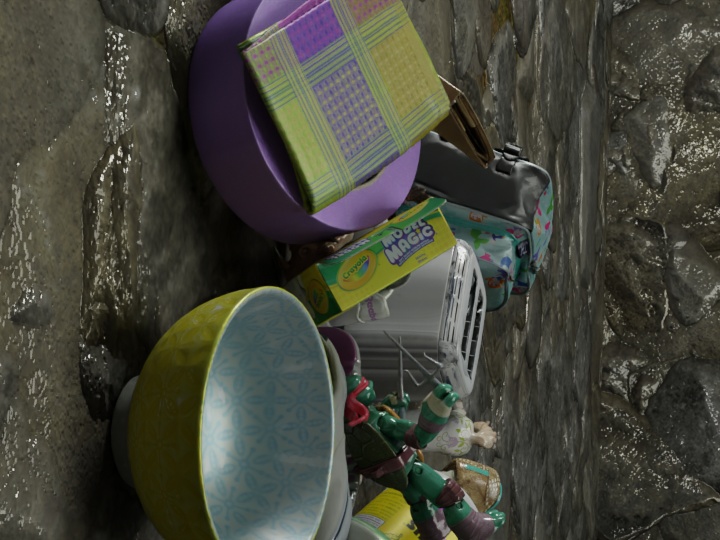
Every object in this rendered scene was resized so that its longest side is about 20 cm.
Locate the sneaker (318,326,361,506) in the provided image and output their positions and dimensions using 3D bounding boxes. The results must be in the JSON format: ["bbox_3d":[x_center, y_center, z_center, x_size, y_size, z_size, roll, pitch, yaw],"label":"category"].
[{"bbox_3d":[-0.031,0.157,1.443,0.089,0.080,0.202,70,25,-67],"label":"sneaker"}]

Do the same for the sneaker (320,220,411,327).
[{"bbox_3d":[0.009,-0.019,1.520,0.201,0.099,0.075,-75,156,-43],"label":"sneaker"}]

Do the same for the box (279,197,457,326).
[{"bbox_3d":[0.000,0.000,1.307,0.049,0.117,0.200,59,-20,3],"label":"box"}]

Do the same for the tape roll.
[{"bbox_3d":[-0.040,-0.125,1.270,0.199,0.065,0.202,13,72,-45],"label":"tape roll"}]

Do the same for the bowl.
[{"bbox_3d":[-0.105,0.112,1.114,0.200,0.107,0.203,-2,90,-66],"label":"bowl"}]

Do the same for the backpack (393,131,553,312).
[{"bbox_3d":[0.118,-0.045,1.757,0.200,0.176,0.152,64,45,-69],"label":"backpack"}]

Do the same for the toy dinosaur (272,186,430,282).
[{"bbox_3d":[-0.028,-0.092,1.447,0.086,0.134,0.202,-45,-125,55],"label":"toy dinosaur"}]

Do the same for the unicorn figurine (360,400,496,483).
[{"bbox_3d":[0.042,0.165,1.618,0.137,0.198,0.075,-126,-155,-72],"label":"unicorn figurine"}]

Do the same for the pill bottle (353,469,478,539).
[{"bbox_3d":[0.015,0.271,1.456,0.200,0.104,0.105,-36,130,-35],"label":"pill bottle"}]

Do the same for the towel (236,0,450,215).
[{"bbox_3d":[-0.008,-0.145,1.246,0.200,0.023,0.145,-42,113,-44],"label":"towel"}]

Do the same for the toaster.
[{"bbox_3d":[0.049,0.052,1.606,0.114,0.128,0.201,68,28,-50],"label":"toaster"}]

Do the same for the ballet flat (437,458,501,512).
[{"bbox_3d":[0.048,0.239,1.589,0.065,0.200,0.071,37,28,-29],"label":"ballet flat"}]

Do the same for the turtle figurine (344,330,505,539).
[{"bbox_3d":[0.037,0.142,1.374,0.201,0.100,0.150,59,-11,-13],"label":"turtle figurine"}]

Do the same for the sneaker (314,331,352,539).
[{"bbox_3d":[-0.046,0.137,1.259,0.071,0.072,0.201,72,13,-51],"label":"sneaker"}]

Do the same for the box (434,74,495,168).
[{"bbox_3d":[0.028,-0.177,1.450,0.021,0.200,0.163,-51,159,-2],"label":"box"}]

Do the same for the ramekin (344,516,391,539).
[{"bbox_3d":[-0.031,0.285,1.249,0.098,0.198,0.201,61,33,-44],"label":"ramekin"}]
